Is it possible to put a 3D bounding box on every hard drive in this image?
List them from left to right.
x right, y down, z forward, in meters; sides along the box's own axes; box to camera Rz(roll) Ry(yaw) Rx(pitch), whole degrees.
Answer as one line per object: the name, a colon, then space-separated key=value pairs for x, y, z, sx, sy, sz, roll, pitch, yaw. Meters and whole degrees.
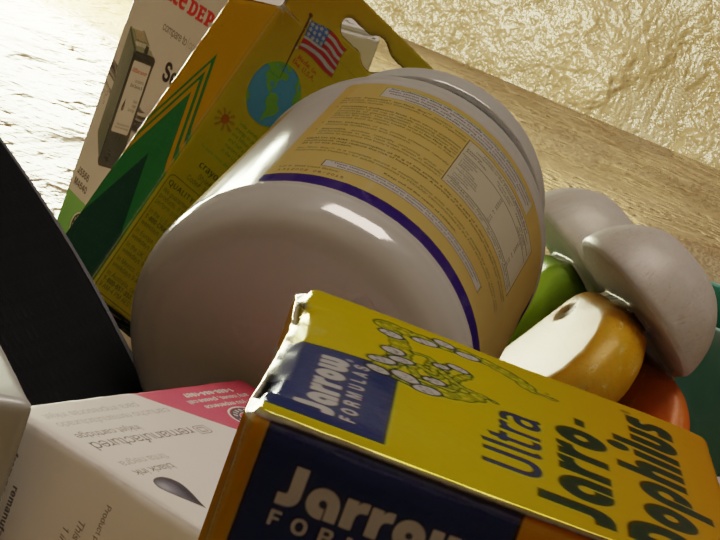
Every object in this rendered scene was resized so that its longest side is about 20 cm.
hard drive: x=-0.151 y=0.015 z=0.783 sx=0.200 sy=0.042 sz=0.135 roll=59 pitch=20 yaw=4

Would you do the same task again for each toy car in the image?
toy car: x=0.099 y=0.064 z=1.005 sx=0.150 sy=0.175 sz=0.200 roll=54 pitch=-3 yaw=-21

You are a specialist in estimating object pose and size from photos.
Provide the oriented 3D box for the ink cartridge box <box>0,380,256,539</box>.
ink cartridge box: x=-0.019 y=0.122 z=0.684 sx=0.200 sy=0.085 sz=0.145 roll=29 pitch=15 yaw=27

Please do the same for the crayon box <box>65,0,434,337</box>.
crayon box: x=-0.049 y=-0.044 z=0.981 sx=0.127 sy=0.200 sz=0.051 roll=42 pitch=-13 yaw=-35

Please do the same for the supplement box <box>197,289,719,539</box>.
supplement box: x=-0.002 y=0.123 z=0.450 sx=0.109 sy=0.201 sz=0.109 roll=20 pitch=13 yaw=-1

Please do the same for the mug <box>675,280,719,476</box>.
mug: x=0.211 y=0.078 z=1.161 sx=0.152 sy=0.115 sz=0.185 roll=23 pitch=12 yaw=10

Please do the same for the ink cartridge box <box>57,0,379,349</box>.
ink cartridge box: x=-0.086 y=-0.066 z=1.088 sx=0.084 sy=0.201 sz=0.145 roll=12 pitch=15 yaw=-33

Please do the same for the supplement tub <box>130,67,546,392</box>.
supplement tub: x=0.000 y=0.000 z=0.860 sx=0.145 sy=0.146 sz=0.200 roll=23 pitch=29 yaw=8

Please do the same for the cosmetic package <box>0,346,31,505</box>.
cosmetic package: x=-0.217 y=0.054 z=0.623 sx=0.199 sy=0.102 sz=0.074 roll=15 pitch=15 yaw=-29

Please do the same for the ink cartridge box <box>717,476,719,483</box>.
ink cartridge box: x=0.150 y=0.129 z=0.851 sx=0.119 sy=0.042 sz=0.200 roll=24 pitch=9 yaw=38
